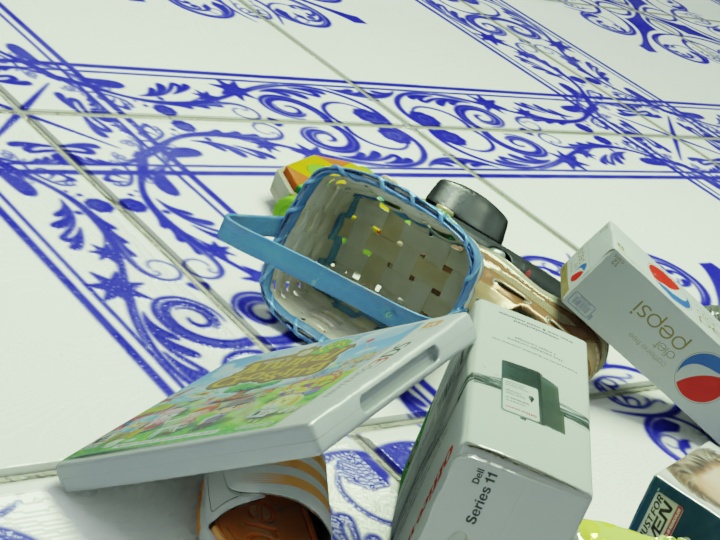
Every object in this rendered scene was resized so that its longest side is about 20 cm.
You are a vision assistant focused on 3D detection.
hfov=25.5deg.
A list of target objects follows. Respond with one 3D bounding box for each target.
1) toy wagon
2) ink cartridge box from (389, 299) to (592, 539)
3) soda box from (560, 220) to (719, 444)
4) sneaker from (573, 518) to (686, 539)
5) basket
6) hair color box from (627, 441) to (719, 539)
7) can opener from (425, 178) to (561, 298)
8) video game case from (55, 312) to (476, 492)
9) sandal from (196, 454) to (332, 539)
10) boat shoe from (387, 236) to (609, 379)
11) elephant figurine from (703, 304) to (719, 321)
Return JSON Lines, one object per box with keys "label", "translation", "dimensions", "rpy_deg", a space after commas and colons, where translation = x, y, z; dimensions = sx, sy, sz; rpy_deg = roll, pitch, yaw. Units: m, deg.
{"label": "toy wagon", "translation": [0.018, -0.043, 1.432], "dimensions": [0.199, 0.040, 0.155], "rpy_deg": [28, 24, 17]}
{"label": "ink cartridge box", "translation": [0.077, 0.130, 0.971], "dimensions": [0.083, 0.147, 0.200], "rpy_deg": [21, 24, -2]}
{"label": "soda box", "translation": [0.253, 0.055, 1.298], "dimensions": [0.200, 0.064, 0.068], "rpy_deg": [42, 20, -11]}
{"label": "sneaker", "translation": [0.228, 0.203, 1.025], "dimensions": [0.199, 0.077, 0.075], "rpy_deg": [24, 25, 11]}
{"label": "basket", "translation": [0.000, 0.000, 1.195], "dimensions": [0.175, 0.140, 0.200], "rpy_deg": [28, 14, 14]}
{"label": "hair color box", "translation": [0.293, 0.205, 1.097], "dimensions": [0.199, 0.061, 0.100], "rpy_deg": [32, 25, 26]}
{"label": "can opener", "translation": [0.133, 0.002, 1.369], "dimensions": [0.199, 0.079, 0.063], "rpy_deg": [36, -3, -7]}
{"label": "video game case", "translation": [-0.055, 0.078, 0.954], "dimensions": [0.199, 0.022, 0.182], "rpy_deg": [-13, 10, 36]}
{"label": "sandal", "translation": [-0.061, 0.118, 0.989], "dimensions": [0.079, 0.060, 0.207], "rpy_deg": [13, 24, -17]}
{"label": "boat shoe", "translation": [0.107, 0.034, 1.299], "dimensions": [0.199, 0.076, 0.072], "rpy_deg": [24, 25, 11]}
{"label": "elephant figurine", "translation": [0.384, 0.068, 1.423], "dimensions": [0.199, 0.155, 0.142], "rpy_deg": [-19, 87, -42]}
